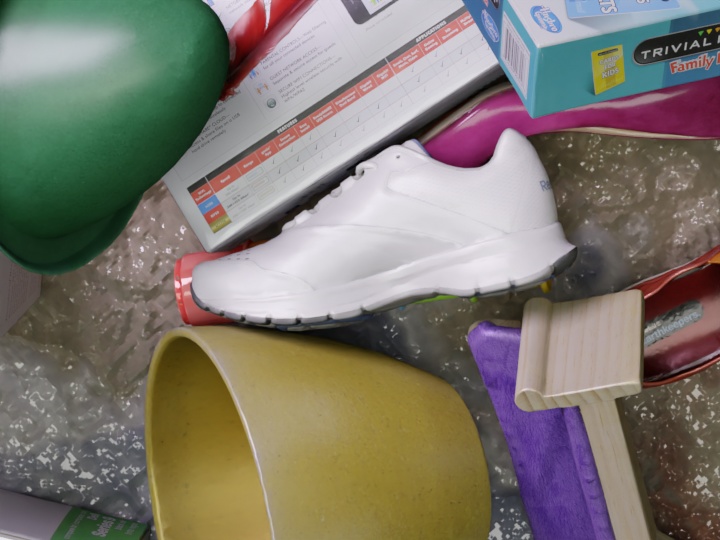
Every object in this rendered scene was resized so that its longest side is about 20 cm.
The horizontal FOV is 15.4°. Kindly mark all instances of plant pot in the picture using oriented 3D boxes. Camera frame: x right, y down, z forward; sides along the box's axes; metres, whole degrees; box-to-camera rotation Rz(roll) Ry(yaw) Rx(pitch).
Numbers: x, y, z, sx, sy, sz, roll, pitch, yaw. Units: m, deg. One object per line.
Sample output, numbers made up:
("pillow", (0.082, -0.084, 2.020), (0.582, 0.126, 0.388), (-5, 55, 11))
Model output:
("plant pot", (-0.016, 0.117, 1.395), (0.141, 0.200, 0.201), (-10, 102, -22))

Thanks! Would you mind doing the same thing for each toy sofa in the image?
("toy sofa", (0.119, 0.115, 1.385), (0.097, 0.083, 0.201), (-9, 124, 13))

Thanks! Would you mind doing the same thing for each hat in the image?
("hat", (-0.073, -0.088, 1.261), (0.175, 0.165, 0.201), (8, 97, 29))

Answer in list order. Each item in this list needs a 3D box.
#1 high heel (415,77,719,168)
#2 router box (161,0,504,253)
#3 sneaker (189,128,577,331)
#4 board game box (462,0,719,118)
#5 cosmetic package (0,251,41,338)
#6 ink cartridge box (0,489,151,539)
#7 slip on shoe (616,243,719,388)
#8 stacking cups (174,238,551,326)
("high heel", (0.106, -0.064, 1.394), (0.199, 0.067, 0.096), (-32, 94, 10))
("router box", (-0.039, -0.136, 1.385), (0.199, 0.049, 0.180), (-32, 86, 10))
("sneaker", (0.008, -0.018, 1.363), (0.199, 0.075, 0.088), (-12, 89, 4))
("board game box", (0.148, -0.158, 1.299), (0.199, 0.151, 0.047), (-13, 136, -15))
("cosmetic package", (-0.228, -0.004, 1.366), (0.101, 0.200, 0.072), (7, 102, 4))
("ink cartridge box", (-0.230, 0.193, 1.465), (0.199, 0.084, 0.147), (14, 102, 2))
("slip on shoe", (0.211, 0.007, 1.404), (0.199, 0.061, 0.074), (-28, 96, 8))
("stacking cups", (0.000, 0.000, 1.419), (0.199, 0.061, 0.061), (-10, 100, 7))
